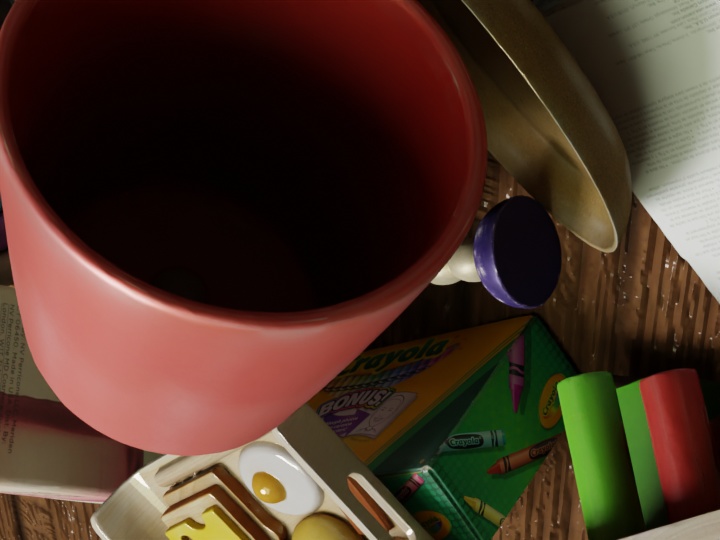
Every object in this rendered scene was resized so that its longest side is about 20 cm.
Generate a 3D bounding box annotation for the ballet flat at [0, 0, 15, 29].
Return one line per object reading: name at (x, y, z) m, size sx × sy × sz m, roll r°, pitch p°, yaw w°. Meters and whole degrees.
ballet flat at (-0.193, -0.112, 1.028) m, size 0.064 × 0.068 × 0.200 m, roll 6°, pitch 149°, yaw 41°

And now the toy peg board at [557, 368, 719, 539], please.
toy peg board at (0.195, 0.079, 0.938) m, size 0.199 × 0.200 × 0.098 m, roll -24°, pitch 69°, yaw 37°

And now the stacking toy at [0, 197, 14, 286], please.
stacking toy at (-0.228, -0.091, 1.177) m, size 0.085 × 0.085 × 0.201 m, roll 5°, pitch 127°, yaw 36°

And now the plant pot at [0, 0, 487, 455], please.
plant pot at (-0.065, -0.022, 0.907) m, size 0.200 × 0.201 × 0.177 m, roll 34°, pitch 148°, yaw 5°

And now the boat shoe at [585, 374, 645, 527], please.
boat shoe at (0.151, 0.127, 1.103) m, size 0.065 × 0.073 × 0.201 m, roll 23°, pitch 138°, yaw 36°

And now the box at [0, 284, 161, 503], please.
box at (-0.202, 0.071, 1.208) m, size 0.127 × 0.109 × 0.200 m, roll -2°, pitch 169°, yaw 39°

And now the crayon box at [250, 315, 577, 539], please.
crayon box at (0.011, 0.096, 1.136) m, size 0.200 × 0.119 × 0.058 m, roll -15°, pitch 118°, yaw 46°

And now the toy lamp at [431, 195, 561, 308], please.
toy lamp at (0.000, 0.000, 1.022) m, size 0.199 × 0.058 × 0.058 m, roll -9°, pitch 123°, yaw 42°

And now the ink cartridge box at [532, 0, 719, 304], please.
ink cartridge box at (0.168, -0.056, 0.910) m, size 0.109 × 0.050 × 0.200 m, roll -19°, pitch 116°, yaw 48°

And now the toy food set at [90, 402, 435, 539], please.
toy food set at (-0.043, 0.149, 1.087) m, size 0.144 × 0.060 × 0.200 m, roll 47°, pitch 141°, yaw -10°

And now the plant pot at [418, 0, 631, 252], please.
plant pot at (0.054, -0.093, 0.910) m, size 0.200 × 0.027 × 0.200 m, roll 51°, pitch 176°, yaw 5°
